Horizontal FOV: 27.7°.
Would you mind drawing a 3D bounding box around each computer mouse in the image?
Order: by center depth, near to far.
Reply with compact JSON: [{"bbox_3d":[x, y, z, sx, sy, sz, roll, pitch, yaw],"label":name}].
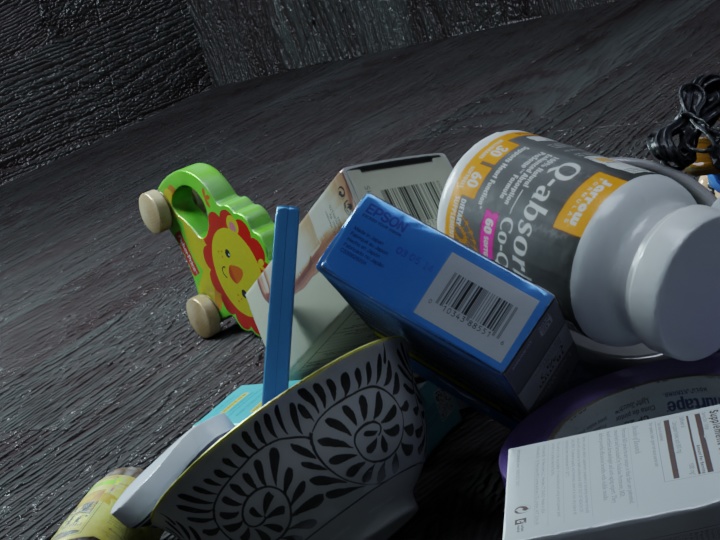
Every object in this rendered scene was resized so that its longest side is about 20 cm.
[{"bbox_3d":[0.328,-0.083,1.117,0.199,0.053,0.139,18,39,23],"label":"computer mouse"}]

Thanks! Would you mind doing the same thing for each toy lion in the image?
[{"bbox_3d":[-0.138,-0.022,1.521,0.068,0.201,0.192,-24,-3,-32],"label":"toy lion"}]

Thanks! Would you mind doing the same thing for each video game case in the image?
[{"bbox_3d":[-0.059,0.058,1.028,0.018,0.144,0.200,4,-21,-3],"label":"video game case"}]

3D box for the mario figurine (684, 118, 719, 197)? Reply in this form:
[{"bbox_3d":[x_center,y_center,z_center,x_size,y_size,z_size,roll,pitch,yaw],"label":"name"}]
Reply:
[{"bbox_3d":[0.318,-0.087,1.285,0.123,0.106,0.200,-35,-32,8],"label":"mario figurine"}]

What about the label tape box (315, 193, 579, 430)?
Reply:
[{"bbox_3d":[0.068,0.038,0.978,0.144,0.200,0.063,30,81,22],"label":"label tape box"}]

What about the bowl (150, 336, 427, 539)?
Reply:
[{"bbox_3d":[-0.025,0.139,0.927,0.200,0.094,0.201,-34,-15,-10],"label":"bowl"}]

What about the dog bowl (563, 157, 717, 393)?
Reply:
[{"bbox_3d":[0.194,0.003,1.083,0.199,0.201,0.059,-19,-28,-5],"label":"dog bowl"}]

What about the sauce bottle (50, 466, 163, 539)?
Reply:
[{"bbox_3d":[-0.187,0.203,0.999,0.064,0.065,0.200,-13,14,14],"label":"sauce bottle"}]

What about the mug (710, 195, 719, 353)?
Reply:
[{"bbox_3d":[0.343,0.011,0.946,0.199,0.148,0.175,-17,19,-24],"label":"mug"}]

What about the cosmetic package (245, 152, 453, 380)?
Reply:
[{"bbox_3d":[0.000,0.000,1.143,0.103,0.088,0.200,-12,-23,-35],"label":"cosmetic package"}]

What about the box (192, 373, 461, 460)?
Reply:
[{"bbox_3d":[-0.028,0.121,1.146,0.199,0.049,0.082,-8,17,32],"label":"box"}]

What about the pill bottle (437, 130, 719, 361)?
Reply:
[{"bbox_3d":[0.153,-0.017,0.959,0.116,0.117,0.200,-26,31,-29],"label":"pill bottle"}]

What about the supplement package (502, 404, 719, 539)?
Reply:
[{"bbox_3d":[0.181,0.139,0.721,0.199,0.114,0.110,-13,16,11],"label":"supplement package"}]

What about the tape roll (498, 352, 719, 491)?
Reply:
[{"bbox_3d":[0.187,0.119,0.879,0.199,0.066,0.200,-17,15,5],"label":"tape roll"}]

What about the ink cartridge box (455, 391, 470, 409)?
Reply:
[{"bbox_3d":[0.132,0.028,1.229,0.145,0.085,0.200,-15,15,7],"label":"ink cartridge box"}]

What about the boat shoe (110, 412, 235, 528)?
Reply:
[{"bbox_3d":[-0.116,0.156,1.044,0.072,0.068,0.200,-44,-4,8],"label":"boat shoe"}]
